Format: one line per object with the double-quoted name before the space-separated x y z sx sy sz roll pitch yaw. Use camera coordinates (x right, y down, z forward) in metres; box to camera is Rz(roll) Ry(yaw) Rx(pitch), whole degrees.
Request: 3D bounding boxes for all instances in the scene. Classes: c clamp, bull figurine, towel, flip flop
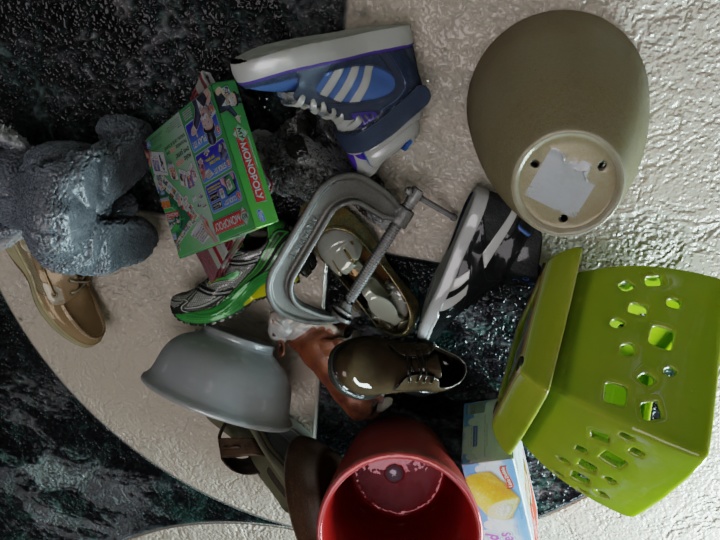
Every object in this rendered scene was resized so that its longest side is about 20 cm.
"c clamp" -0.003 -0.016 0.801 0.169 0.027 0.201 32 100 -36
"bull figurine" -0.028 0.107 0.934 0.120 0.066 0.201 -24 116 38
"towel" -0.160 -0.094 0.804 0.146 0.022 0.200 59 144 13
"flip flop" -0.153 0.249 0.997 0.200 0.057 0.082 46 145 23

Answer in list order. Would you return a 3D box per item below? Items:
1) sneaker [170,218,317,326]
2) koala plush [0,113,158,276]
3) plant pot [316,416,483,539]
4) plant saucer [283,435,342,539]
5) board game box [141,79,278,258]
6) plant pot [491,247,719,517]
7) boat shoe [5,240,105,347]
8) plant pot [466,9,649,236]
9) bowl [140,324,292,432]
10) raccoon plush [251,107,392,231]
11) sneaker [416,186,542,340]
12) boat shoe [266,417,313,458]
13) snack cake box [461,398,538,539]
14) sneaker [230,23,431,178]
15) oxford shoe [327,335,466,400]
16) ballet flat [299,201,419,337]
"sneaker" -0.152 0.000 0.908 0.197 0.078 0.086 -27 105 15
"koala plush" -0.358 -0.090 0.843 0.196 0.184 0.182 16 115 17
"plant pot" 0.046 0.282 0.920 0.195 0.178 0.206 0 101 2
"plant saucer" -0.038 0.311 0.980 0.036 0.202 0.203 -23 113 13
"board game box" -0.160 -0.094 0.760 0.198 0.029 0.138 -12 98 55
"plant pot" 0.247 0.109 0.779 0.178 0.202 0.202 19 148 8
"boat shoe" -0.384 0.009 0.957 0.063 0.072 0.203 -19 112 22
"plant pot" 0.184 -0.119 0.686 0.182 0.201 0.191 6 121 9
"bowl" -0.165 0.123 0.931 0.197 0.201 0.092 20 88 1
"raccoon plush" -0.064 -0.086 0.824 0.133 0.097 0.201 -29 108 33
"sneaker" 0.142 0.015 0.845 0.109 0.074 0.203 20 121 -1
"boat shoe" -0.085 0.290 1.050 0.069 0.072 0.203 -25 110 24
"snack cake box" 0.183 0.282 0.962 0.066 0.116 0.204 -11 116 14
"sneaker" -0.023 -0.154 0.737 0.196 0.080 0.150 -18 115 -24
"oxford shoe" 0.047 0.107 0.859 0.084 0.197 0.075 -19 72 45
"ballet flat" 0.000 0.000 0.871 0.070 0.071 0.201 -32 108 26
